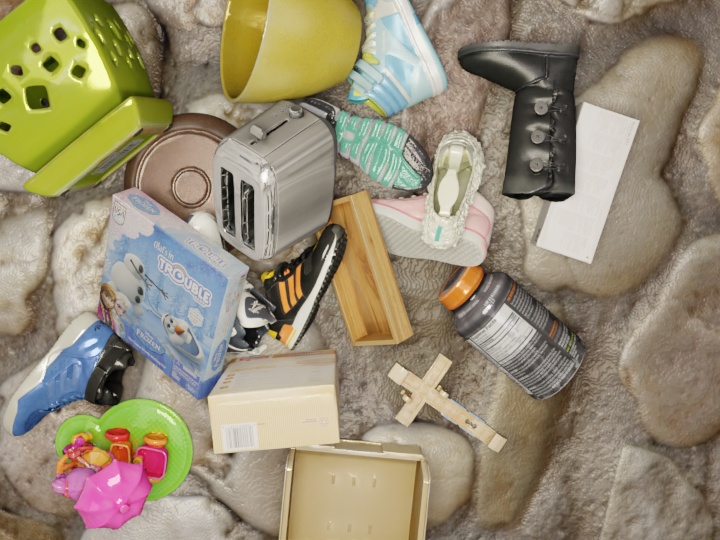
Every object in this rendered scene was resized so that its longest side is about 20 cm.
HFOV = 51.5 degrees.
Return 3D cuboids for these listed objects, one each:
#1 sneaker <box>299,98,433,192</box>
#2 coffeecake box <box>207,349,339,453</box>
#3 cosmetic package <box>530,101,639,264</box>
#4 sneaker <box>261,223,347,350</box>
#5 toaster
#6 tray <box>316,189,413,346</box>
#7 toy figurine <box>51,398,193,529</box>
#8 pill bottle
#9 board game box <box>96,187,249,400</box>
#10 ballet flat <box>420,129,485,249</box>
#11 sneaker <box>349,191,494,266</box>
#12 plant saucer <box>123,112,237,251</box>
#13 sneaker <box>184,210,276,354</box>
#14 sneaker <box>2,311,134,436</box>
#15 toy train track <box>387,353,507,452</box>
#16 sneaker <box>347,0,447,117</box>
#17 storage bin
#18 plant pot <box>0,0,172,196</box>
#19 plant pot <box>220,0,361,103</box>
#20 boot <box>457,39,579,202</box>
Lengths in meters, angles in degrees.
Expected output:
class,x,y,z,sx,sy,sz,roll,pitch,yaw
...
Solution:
class,x,y,z,sx,sy,sz,roll,pitch,yaw
sneaker,0.011,-0.168,0.979,0.198,0.087,0.075,30,103,7
coffeecake box,-0.104,0.164,0.970,0.151,0.200,0.074,-5,96,-1
cosmetic package,0.306,-0.119,1.026,0.081,0.051,0.203,18,95,1
sneaker,-0.089,0.013,0.994,0.089,0.070,0.202,28,122,4
toaster,-0.108,-0.103,0.934,0.113,0.129,0.202,34,138,25
tray,0.000,0.000,1.008,0.037,0.098,0.203,-24,99,-38
toy figurine,-0.337,0.264,0.983,0.197,0.184,0.153,9,96,-2
pill bottle,0.200,0.074,1.017,0.199,0.106,0.107,41,94,-5
board game box,-0.247,0.031,0.952,0.199,0.043,0.201,33,123,20
ballet flat,0.122,-0.119,0.961,0.071,0.072,0.202,16,58,-4
sneaker,0.090,-0.075,1.021,0.197,0.076,0.105,14,53,20
plant saucer,-0.229,-0.114,1.021,0.197,0.034,0.204,0,96,-1
sneaker,-0.164,0.025,0.971,0.128,0.079,0.202,13,114,30
sneaker,-0.393,0.168,1.023,0.111,0.077,0.201,37,88,4
toy train track,0.126,0.198,1.065,0.199,0.033,0.115,35,94,-6
sneaker,0.017,-0.297,0.985,0.130,0.080,0.202,-31,95,1
storage bin,-0.011,0.348,1.047,0.197,0.094,0.202,5,96,-2
plant pot,-0.356,-0.209,0.922,0.199,0.199,0.182,-36,98,7
plant pot,-0.082,-0.300,0.942,0.140,0.199,0.203,7,97,-27
boot,0.205,-0.196,0.990,0.162,0.066,0.204,3,92,13
